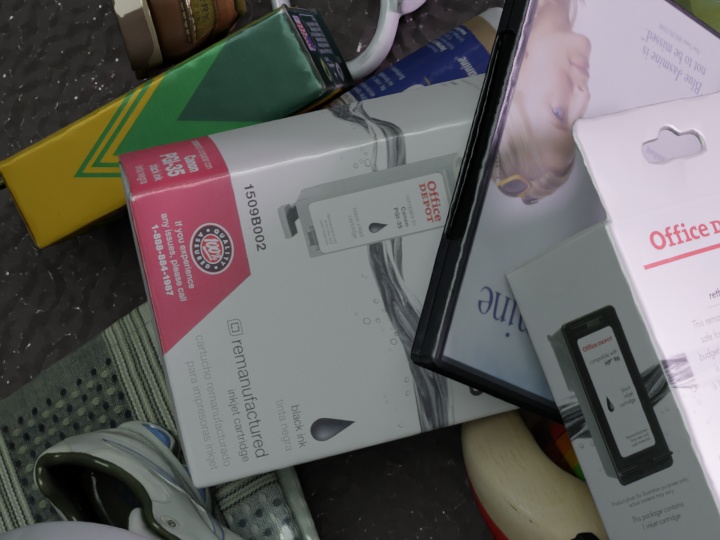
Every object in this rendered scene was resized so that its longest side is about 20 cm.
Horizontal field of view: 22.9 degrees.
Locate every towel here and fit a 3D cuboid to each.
[{"bbox_3d":[-0.118,0.131,0.913,0.192,0.034,0.201,-32,72,19],"label":"towel"}]

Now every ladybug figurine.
[{"bbox_3d":[0.114,0.110,0.846,0.135,0.200,0.072,5,114,-12],"label":"ladybug figurine"}]

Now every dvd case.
[{"bbox_3d":[0.099,-0.035,0.787,0.017,0.142,0.201,6,76,48],"label":"dvd case"}]

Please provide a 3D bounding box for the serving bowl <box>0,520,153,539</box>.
[{"bbox_3d":[-0.123,0.215,0.783,0.199,0.066,0.202,6,110,18],"label":"serving bowl"}]

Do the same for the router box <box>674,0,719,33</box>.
[{"bbox_3d":[0.210,-0.112,0.890,0.157,0.052,0.201,-29,51,24],"label":"router box"}]

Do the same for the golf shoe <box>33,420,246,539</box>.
[{"bbox_3d":[-0.076,0.147,0.819,0.200,0.097,0.079,36,98,24],"label":"golf shoe"}]

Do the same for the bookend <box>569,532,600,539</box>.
[{"bbox_3d":[0.009,0.217,0.709,0.198,0.092,0.200,-4,90,-2],"label":"bookend"}]

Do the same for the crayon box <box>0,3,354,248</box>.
[{"bbox_3d":[-0.105,-0.068,0.929,0.199,0.127,0.051,-27,93,9],"label":"crayon box"}]

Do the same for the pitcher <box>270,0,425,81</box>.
[{"bbox_3d":[-0.025,-0.221,0.990,0.200,0.121,0.172,42,98,6],"label":"pitcher"}]

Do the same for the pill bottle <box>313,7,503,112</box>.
[{"bbox_3d":[0.015,-0.041,0.923,0.199,0.111,0.111,-31,72,-2],"label":"pill bottle"}]

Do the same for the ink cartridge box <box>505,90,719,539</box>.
[{"bbox_3d":[0.139,0.034,0.746,0.116,0.068,0.201,-13,80,-41],"label":"ink cartridge box"}]

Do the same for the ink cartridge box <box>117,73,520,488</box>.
[{"bbox_3d":[0.000,0.000,0.829,0.199,0.083,0.148,-13,107,-8],"label":"ink cartridge box"}]

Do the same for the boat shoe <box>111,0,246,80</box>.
[{"bbox_3d":[-0.096,-0.141,0.940,0.068,0.200,0.072,-17,107,-4],"label":"boat shoe"}]
